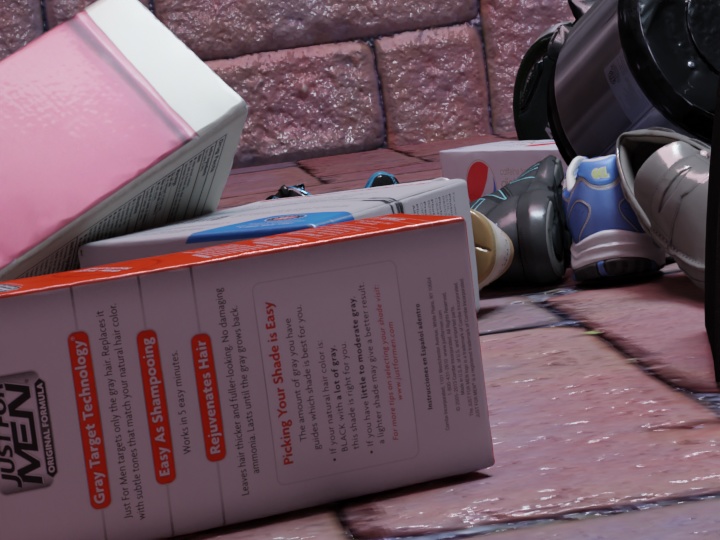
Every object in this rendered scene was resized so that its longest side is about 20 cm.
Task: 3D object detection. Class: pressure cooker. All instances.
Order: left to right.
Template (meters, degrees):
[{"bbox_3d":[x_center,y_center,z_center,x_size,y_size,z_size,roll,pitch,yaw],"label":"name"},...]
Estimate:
[{"bbox_3d":[0.224,-0.132,1.632,0.179,0.176,0.200,16,-25,-13],"label":"pressure cooker"}]

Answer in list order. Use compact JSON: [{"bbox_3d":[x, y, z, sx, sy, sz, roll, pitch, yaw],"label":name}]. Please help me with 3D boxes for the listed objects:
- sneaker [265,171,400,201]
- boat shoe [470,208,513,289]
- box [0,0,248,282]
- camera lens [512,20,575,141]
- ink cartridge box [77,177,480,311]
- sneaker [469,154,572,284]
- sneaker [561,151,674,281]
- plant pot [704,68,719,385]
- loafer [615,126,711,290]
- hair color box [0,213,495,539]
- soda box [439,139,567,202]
[{"bbox_3d":[-0.061,-0.016,1.552,0.200,0.082,0.073,-9,8,-8],"label":"sneaker"},{"bbox_3d":[0.000,0.000,1.428,0.200,0.074,0.069,-3,-5,26],"label":"boat shoe"},{"bbox_3d":[-0.177,-0.043,1.295,0.200,0.109,0.128,-37,-16,-32],"label":"box"},{"bbox_3d":[0.249,-0.151,2.095,0.200,0.160,0.160,-12,7,-36],"label":"camera lens"},{"bbox_3d":[-0.038,0.006,1.293,0.146,0.084,0.200,-5,5,27],"label":"ink cartridge box"},{"bbox_3d":[0.099,-0.032,1.553,0.079,0.075,0.200,-9,5,11],"label":"sneaker"},{"bbox_3d":[0.172,-0.041,1.526,0.076,0.077,0.200,-8,3,7],"label":"sneaker"},{"bbox_3d":[0.255,-0.057,1.090,0.200,0.178,0.200,-6,6,8],"label":"plant pot"},{"bbox_3d":[0.190,-0.038,1.358,0.070,0.070,0.200,32,8,-14],"label":"loafer"},{"bbox_3d":[-0.055,0.042,0.878,0.200,0.102,0.061,-9,7,-24],"label":"hair color box"},{"bbox_3d":[0.141,-0.069,1.885,0.064,0.068,0.200,-10,7,-26],"label":"soda box"}]
